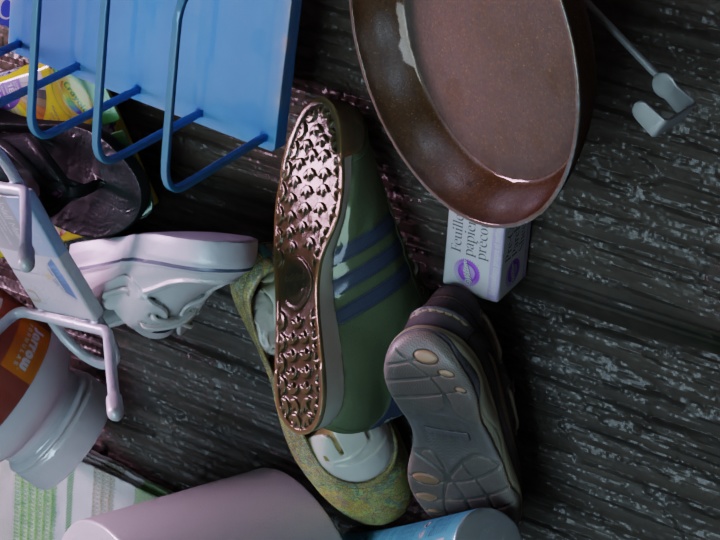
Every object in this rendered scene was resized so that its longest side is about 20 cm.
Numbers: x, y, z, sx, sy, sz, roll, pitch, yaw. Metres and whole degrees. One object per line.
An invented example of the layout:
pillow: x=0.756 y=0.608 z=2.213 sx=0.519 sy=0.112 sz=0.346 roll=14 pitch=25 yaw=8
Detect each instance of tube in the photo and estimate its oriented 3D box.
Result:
tube: x=0.029 y=0.190 z=1.384 sx=0.050 sy=0.078 sz=0.200 roll=24 pitch=155 yaw=-22

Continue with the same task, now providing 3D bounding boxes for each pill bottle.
pill bottle: x=-0.271 y=0.060 z=1.489 sx=0.200 sy=0.112 sz=0.112 roll=37 pitch=135 yaw=-22

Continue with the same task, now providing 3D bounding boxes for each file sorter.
file sorter: x=-0.151 y=-0.147 z=1.262 sx=0.199 sy=0.123 sz=0.139 roll=22 pitch=121 yaw=24

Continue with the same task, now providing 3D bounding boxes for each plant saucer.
plant saucer: x=0.063 y=-0.123 z=1.172 sx=0.200 sy=0.034 sz=0.201 roll=37 pitch=137 yaw=45

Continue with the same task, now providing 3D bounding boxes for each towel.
towel: x=-0.210 y=0.182 z=1.607 sx=0.200 sy=0.031 sz=0.150 roll=24 pitch=128 yaw=19

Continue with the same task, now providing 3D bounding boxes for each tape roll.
tape roll: x=-0.098 y=0.243 z=1.435 sx=0.203 sy=0.139 sz=0.203 roll=32 pitch=129 yaw=52

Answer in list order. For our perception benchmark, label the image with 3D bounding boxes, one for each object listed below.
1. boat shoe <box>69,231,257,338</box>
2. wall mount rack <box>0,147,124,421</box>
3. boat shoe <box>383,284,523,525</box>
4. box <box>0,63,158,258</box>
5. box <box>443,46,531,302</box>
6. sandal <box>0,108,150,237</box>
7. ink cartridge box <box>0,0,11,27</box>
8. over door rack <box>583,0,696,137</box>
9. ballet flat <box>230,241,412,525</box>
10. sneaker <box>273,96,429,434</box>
boat shoe: x=-0.124 y=0.010 z=1.391 sx=0.200 sy=0.073 sz=0.066 roll=-5 pitch=85 yaw=62
wall mount rack: x=-0.204 y=0.010 z=1.349 sx=0.173 sy=0.075 sz=0.200 roll=11 pitch=138 yaw=46
boat shoe: x=0.069 y=0.088 z=1.331 sx=0.074 sy=0.073 sz=0.200 roll=13 pitch=142 yaw=21
box: x=-0.218 y=-0.075 z=1.456 sx=0.200 sy=0.048 sz=0.118 roll=-11 pitch=107 yaw=40
box: x=0.079 y=-0.080 z=1.254 sx=0.039 sy=0.041 sz=0.201 roll=20 pitch=123 yaw=25
sandal: x=-0.223 y=-0.065 z=1.402 sx=0.200 sy=0.048 sz=0.076 roll=18 pitch=123 yaw=26
ink cartridge box: x=-0.149 y=-0.180 z=1.352 sx=0.199 sy=0.044 sz=0.094 roll=19 pitch=122 yaw=25
over door rack: x=0.149 y=-0.190 z=1.118 sx=0.200 sy=0.066 sz=0.148 roll=56 pitch=136 yaw=22
ballet flat: x=-0.022 y=0.075 z=1.382 sx=0.071 sy=0.071 sz=0.201 roll=-19 pitch=100 yaw=40
sneaker: x=0.000 y=0.000 z=1.334 sx=0.067 sy=0.090 sz=0.201 roll=-2 pitch=83 yaw=52
